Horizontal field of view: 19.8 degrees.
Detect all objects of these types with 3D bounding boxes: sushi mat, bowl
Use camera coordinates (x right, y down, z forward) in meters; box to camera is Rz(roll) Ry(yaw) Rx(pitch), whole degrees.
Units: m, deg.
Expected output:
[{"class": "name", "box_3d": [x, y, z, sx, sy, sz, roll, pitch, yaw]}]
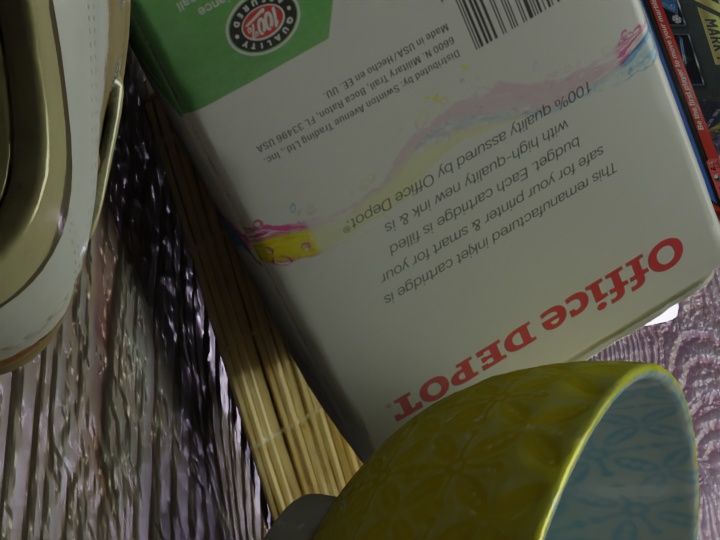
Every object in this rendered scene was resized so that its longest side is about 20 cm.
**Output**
[{"class": "sushi mat", "box_3d": [-0.010, 0.007, 0.745, 0.012, 0.095, 0.201, 38, -33, 58]}, {"class": "bowl", "box_3d": [0.025, 0.118, 0.638, 0.200, 0.107, 0.201, -35, 130, -57]}]

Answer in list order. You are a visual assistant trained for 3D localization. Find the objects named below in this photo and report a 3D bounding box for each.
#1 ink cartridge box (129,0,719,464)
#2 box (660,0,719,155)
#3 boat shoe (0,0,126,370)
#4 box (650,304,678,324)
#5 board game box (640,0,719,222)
[{"class": "ink cartridge box", "box_3d": [0.017, -0.055, 0.664, 0.200, 0.145, 0.088, 63, -7, -32]}, {"class": "box", "box_3d": [0.086, -0.146, 0.933, 0.051, 0.157, 0.201, 121, -39, -56]}, {"class": "boat shoe", "box_3d": [-0.081, -0.079, 0.386, 0.068, 0.074, 0.201, 80, 9, -71]}, {"class": "box", "box_3d": [0.066, -0.063, 1.081, 0.200, 0.171, 0.200, 45, 35, -78]}, {"class": "board game box", "box_3d": [0.080, -0.104, 0.865, 0.019, 0.103, 0.201, 121, -42, -57]}]
